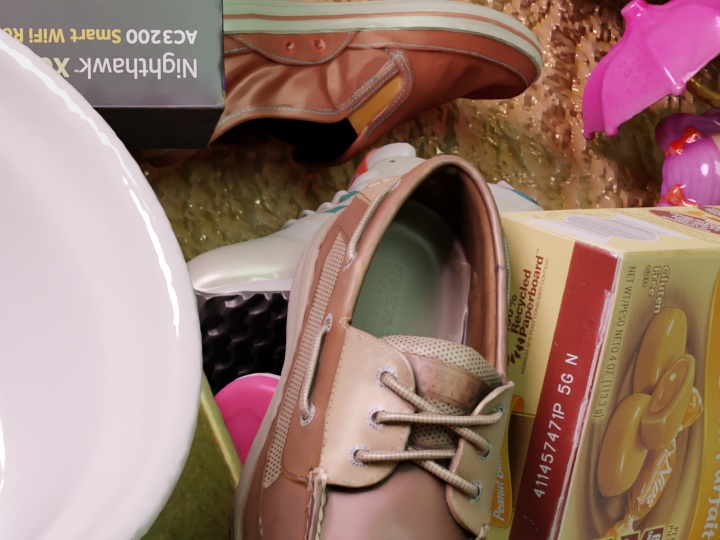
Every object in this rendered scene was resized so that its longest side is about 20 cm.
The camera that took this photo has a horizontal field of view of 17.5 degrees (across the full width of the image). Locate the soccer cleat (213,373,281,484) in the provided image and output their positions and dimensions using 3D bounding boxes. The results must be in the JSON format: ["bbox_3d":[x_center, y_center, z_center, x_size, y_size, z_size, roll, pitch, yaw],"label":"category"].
[{"bbox_3d":[0.015,0.122,0.763,0.200,0.070,0.086,57,22,17],"label":"soccer cleat"}]

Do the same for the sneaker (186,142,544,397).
[{"bbox_3d":[0.001,0.000,0.847,0.199,0.070,0.093,-1,46,-38],"label":"sneaker"}]

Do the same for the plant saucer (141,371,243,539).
[{"bbox_3d":[-0.133,0.062,0.699,0.199,0.048,0.200,-5,61,-40],"label":"plant saucer"}]

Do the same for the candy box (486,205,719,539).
[{"bbox_3d":[0.114,0.039,0.830,0.055,0.116,0.200,21,15,37],"label":"candy box"}]

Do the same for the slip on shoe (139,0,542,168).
[{"bbox_3d":[-0.010,-0.069,0.890,0.200,0.074,0.061,-6,84,-41],"label":"slip on shoe"}]

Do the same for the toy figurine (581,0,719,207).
[{"bbox_3d":[0.182,-0.044,0.996,0.184,0.150,0.201,11,75,-14],"label":"toy figurine"}]

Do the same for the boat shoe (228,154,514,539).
[{"bbox_3d":[0.008,0.047,0.703,0.076,0.072,0.200,17,52,-19],"label":"boat shoe"}]

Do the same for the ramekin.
[{"bbox_3d":[-0.151,0.022,0.609,0.200,0.098,0.201,21,46,-24],"label":"ramekin"}]

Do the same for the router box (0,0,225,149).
[{"bbox_3d":[-0.145,-0.120,0.741,0.199,0.052,0.158,-1,78,-11],"label":"router box"}]
